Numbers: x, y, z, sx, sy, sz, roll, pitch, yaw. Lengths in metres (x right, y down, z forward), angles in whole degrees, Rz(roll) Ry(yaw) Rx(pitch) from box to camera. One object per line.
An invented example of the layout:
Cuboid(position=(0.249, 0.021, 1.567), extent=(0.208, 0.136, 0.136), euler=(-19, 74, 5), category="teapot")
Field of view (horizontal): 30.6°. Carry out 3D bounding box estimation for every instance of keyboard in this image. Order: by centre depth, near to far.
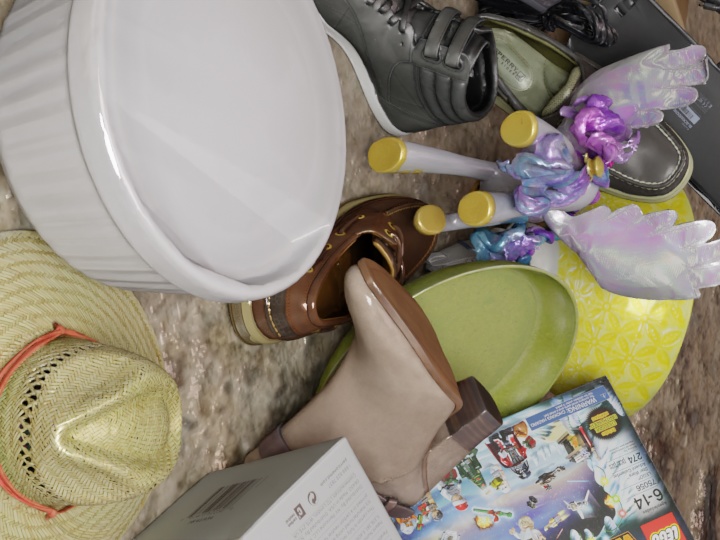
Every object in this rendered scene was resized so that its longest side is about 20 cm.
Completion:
Cuboid(position=(0.258, -0.143, 0.980), extent=(0.200, 0.127, 0.021), euler=(46, 26, 2), category="keyboard")

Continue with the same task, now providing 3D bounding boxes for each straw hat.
Cuboid(position=(-0.136, 0.075, 0.649), extent=(0.200, 0.084, 0.204), euler=(-4, 95, -54), category="straw hat")

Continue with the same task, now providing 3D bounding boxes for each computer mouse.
Cuboid(position=(0.089, -0.225, 0.934), extent=(0.199, 0.138, 0.053), euler=(21, 93, -42), category="computer mouse")

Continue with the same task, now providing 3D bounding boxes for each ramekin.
Cuboid(position=(-0.099, -0.080, 0.670), extent=(0.202, 0.093, 0.205), euler=(21, 65, -54), category="ramekin")

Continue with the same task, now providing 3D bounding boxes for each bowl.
Cuboid(position=(0.164, 0.008, 1.023), extent=(0.106, 0.200, 0.203), euler=(11, 80, -16), category="bowl")

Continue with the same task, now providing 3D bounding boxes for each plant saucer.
Cuboid(position=(0.052, 0.063, 0.873), extent=(0.198, 0.031, 0.201), euler=(-18, 140, -16), category="plant saucer")

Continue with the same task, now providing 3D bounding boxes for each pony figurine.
Cuboid(position=(0.132, -0.060, 0.862), extent=(0.199, 0.191, 0.169), euler=(3, 81, -52), category="pony figurine")

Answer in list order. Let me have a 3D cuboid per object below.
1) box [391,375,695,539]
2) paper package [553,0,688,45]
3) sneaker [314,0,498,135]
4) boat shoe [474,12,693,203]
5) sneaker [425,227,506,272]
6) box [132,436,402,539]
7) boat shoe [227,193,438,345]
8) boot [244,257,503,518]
Cuboid(position=(0.110, 0.170, 0.888), extent=(0.198, 0.040, 0.138), euler=(-21, 68, -15), category="box")
Cuboid(position=(0.196, -0.304, 1.059), extent=(0.192, 0.102, 0.201), euler=(59, 35, -34), category="paper package")
Cuboid(position=(0.028, -0.171, 0.860), extent=(0.201, 0.098, 0.071), euler=(56, 51, -37), category="sneaker")
Cuboid(position=(0.152, -0.121, 0.962), extent=(0.072, 0.200, 0.066), euler=(-52, 161, 4), category="boat shoe")
Cuboid(position=(0.077, 0.070, 0.982), extent=(0.081, 0.075, 0.203), euler=(-8, 104, -20), category="sneaker")
Cuboid(position=(-0.027, 0.211, 0.728), extent=(0.097, 0.124, 0.202), euler=(-38, 102, -46), category="box")
Cuboid(position=(0.000, 0.000, 0.852), extent=(0.199, 0.067, 0.073), euler=(-28, 113, -51), category="boat shoe")
Cuboid(position=(-0.007, 0.088, 0.788), extent=(0.200, 0.145, 0.071), euler=(50, 17, -41), category="boot")
